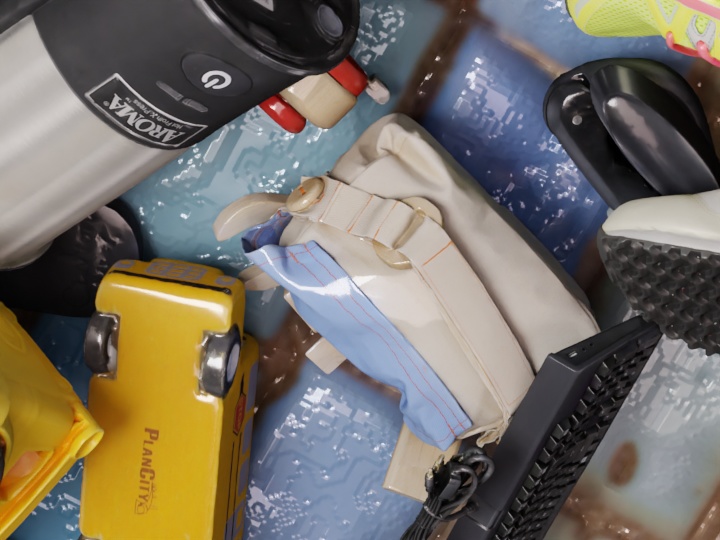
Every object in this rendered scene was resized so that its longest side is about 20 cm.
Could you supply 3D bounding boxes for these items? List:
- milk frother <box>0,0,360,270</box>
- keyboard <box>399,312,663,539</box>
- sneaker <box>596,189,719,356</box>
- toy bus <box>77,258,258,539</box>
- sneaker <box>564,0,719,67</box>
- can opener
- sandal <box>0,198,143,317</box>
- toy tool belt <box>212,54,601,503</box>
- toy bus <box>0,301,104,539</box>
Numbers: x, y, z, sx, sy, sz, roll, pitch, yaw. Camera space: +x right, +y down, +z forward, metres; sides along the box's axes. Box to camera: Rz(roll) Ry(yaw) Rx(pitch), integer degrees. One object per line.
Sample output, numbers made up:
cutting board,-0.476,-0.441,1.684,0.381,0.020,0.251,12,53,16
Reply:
milk frother,-0.119,-0.138,1.020,0.188,0.200,0.180,-29,121,33
keyboard,0.061,0.101,1.060,0.021,0.127,0.200,48,138,25
sneaker,0.199,-0.014,0.995,0.199,0.094,0.070,6,142,23
toy bus,-0.086,0.091,1.110,0.065,0.078,0.201,10,109,11
sneaker,0.170,-0.096,1.000,0.199,0.078,0.091,3,90,35
can opener,0.151,-0.016,1.076,0.063,0.079,0.200,-29,118,24
sandal,-0.199,-0.012,1.103,0.199,0.043,0.076,-1,108,4
toy tool belt,0.000,0.000,1.057,0.123,0.125,0.200,-44,101,7
toy bus,-0.208,0.088,1.032,0.200,0.192,0.136,-46,66,7
